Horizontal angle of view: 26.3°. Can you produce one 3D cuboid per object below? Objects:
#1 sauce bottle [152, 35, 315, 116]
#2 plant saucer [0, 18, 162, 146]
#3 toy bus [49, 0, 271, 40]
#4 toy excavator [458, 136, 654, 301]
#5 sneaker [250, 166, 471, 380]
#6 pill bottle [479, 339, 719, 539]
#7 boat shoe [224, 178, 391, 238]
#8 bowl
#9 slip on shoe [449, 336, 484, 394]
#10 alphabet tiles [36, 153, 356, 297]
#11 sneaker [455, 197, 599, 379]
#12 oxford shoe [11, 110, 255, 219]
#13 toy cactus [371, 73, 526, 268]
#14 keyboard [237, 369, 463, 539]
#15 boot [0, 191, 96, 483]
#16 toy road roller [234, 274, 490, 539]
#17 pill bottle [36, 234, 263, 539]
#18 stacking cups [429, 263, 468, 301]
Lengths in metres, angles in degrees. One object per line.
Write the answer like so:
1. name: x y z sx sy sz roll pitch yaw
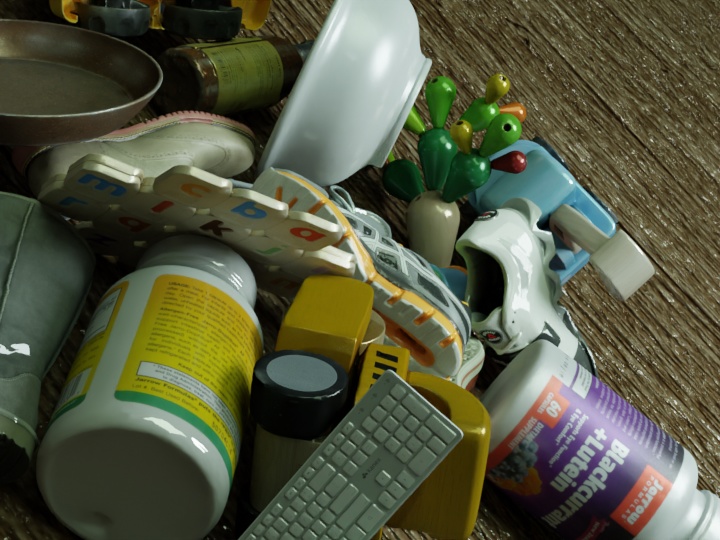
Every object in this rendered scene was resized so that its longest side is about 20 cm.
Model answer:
1. sauce bottle: -0.092 -0.166 1.307 0.066 0.066 0.200 50 34 16
2. plant saucer: -0.239 -0.130 1.080 0.200 0.035 0.200 6 26 -3
3. toy bus: -0.196 -0.272 1.272 0.200 0.136 0.192 -7 21 -40
4. toy excavator: 0.165 -0.039 1.297 0.195 0.100 0.200 48 1 17
5. sneaker: 0.000 0.000 1.119 0.200 0.078 0.077 45 32 1
6. pill bottle: 0.180 0.153 1.154 0.200 0.111 0.111 38 32 -3
7. boat shoe: -0.047 -0.033 1.191 0.202 0.065 0.075 7 45 -40
8. bowl: -0.003 -0.143 1.233 0.090 0.201 0.201 26 34 -3
9. slip on shoe: 0.052 0.096 1.150 0.074 0.061 0.200 5 22 5
10. alphabet tiles: -0.107 -0.026 1.021 0.200 0.195 0.015 22 68 -26
11. sneaker: 0.124 0.050 1.229 0.088 0.074 0.200 -26 98 -39
12. oxford shoe: -0.154 -0.067 1.129 0.200 0.070 0.075 -10 60 -38
13. toy cactus: 0.067 -0.080 1.311 0.102 0.200 0.165 8 84 -47
14. keyboard: -0.024 0.144 0.880 0.056 0.200 0.011 43 20 7
15. boot: -0.247 0.014 0.927 0.182 0.073 0.200 39 36 -28
16. toy road roller: 0.008 0.099 0.975 0.146 0.123 0.200 10 24 3
17. pill bottle: -0.121 0.068 0.952 0.113 0.113 0.200 30 34 -15
18. stacking cups: 0.061 0.025 1.248 0.200 0.061 0.061 6 45 -49
